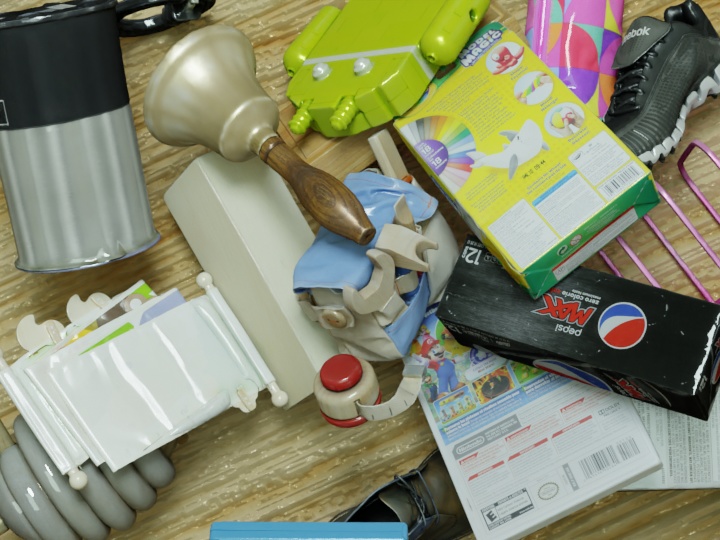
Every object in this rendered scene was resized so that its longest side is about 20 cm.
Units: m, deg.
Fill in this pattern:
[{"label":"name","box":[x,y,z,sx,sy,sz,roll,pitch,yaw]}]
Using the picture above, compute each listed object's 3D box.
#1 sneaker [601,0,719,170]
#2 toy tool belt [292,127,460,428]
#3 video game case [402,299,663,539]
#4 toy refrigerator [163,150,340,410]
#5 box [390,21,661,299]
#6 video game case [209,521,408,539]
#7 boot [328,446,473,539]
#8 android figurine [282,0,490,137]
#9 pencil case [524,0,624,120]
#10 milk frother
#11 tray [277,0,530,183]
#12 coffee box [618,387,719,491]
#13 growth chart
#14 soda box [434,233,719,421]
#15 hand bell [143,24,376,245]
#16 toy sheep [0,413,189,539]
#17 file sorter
[{"label":"sneaker","box":[0.218,-0.143,1.066,0.200,0.066,0.091,-43,111,-35]},{"label":"toy tool belt","box":[0.000,0.000,1.018,0.124,0.123,0.201,2,45,24]},{"label":"video game case","box":[0.116,0.087,1.032,0.142,0.018,0.201,-28,61,9]},{"label":"toy refrigerator","box":[-0.070,0.001,1.110,0.070,0.076,0.201,-28,84,-36]},{"label":"box","box":[0.109,-0.087,1.009,0.117,0.048,0.200,-37,56,1]},{"label":"video game case","box":[-0.032,0.254,1.058,0.142,0.201,0.018,-1,46,3]},{"label":"boot","box":[0.055,0.185,1.089,0.199,0.097,0.075,-32,84,1]},{"label":"android figurine","box":[0.015,-0.176,1.083,0.201,0.181,0.041,-55,126,-27]},{"label":"pencil case","box":[0.165,-0.183,1.111,0.087,0.088,0.202,1,86,4]},{"label":"milk frother","box":[-0.192,-0.120,1.095,0.198,0.181,0.190,-12,107,-12]},{"label":"tray","box":[0.028,-0.149,1.110,0.199,0.099,0.037,-35,125,1]},{"label":"coffee box","box":[0.259,0.126,1.072,0.198,0.114,0.081,-2,85,2]},{"label":"growth chart","box":[-0.170,0.075,1.062,0.199,0.018,0.145,-22,74,-27]},{"label":"soda box","box":[0.158,0.040,0.988,0.199,0.063,0.071,17,75,28]},{"label":"hand bell","box":[-0.059,-0.082,1.004,0.104,0.104,0.200,-48,59,0]},{"label":"toy sheep","box":[-0.222,0.151,1.095,0.199,0.138,0.138,-36,85,-4]},{"label":"file sorter","box":[0.288,-0.044,1.067,0.199,0.139,0.126,-37,84,1]}]
